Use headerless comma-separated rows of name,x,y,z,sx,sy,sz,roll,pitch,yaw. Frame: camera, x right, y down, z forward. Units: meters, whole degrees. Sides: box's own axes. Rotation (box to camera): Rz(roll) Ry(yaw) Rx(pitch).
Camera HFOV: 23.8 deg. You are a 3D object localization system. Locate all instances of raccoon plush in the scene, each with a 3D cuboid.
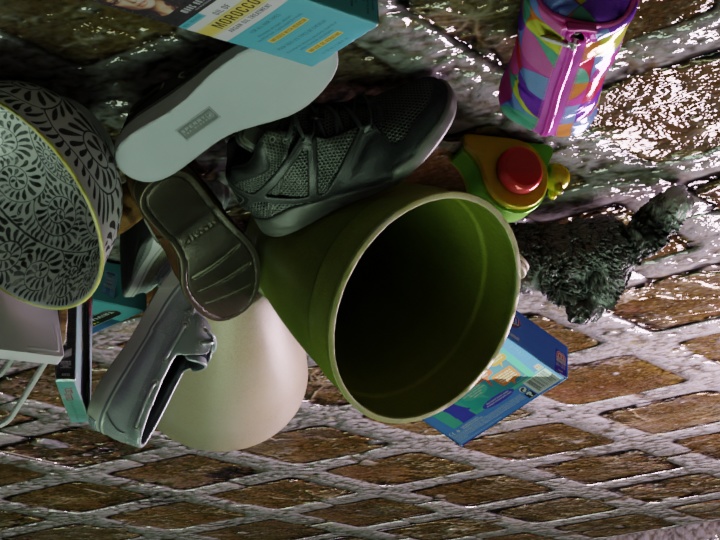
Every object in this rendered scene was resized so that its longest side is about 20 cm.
raccoon plush,0.205,-0.043,1.646,0.133,0.097,0.200,29,112,-24

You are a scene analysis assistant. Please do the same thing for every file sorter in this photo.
file sorter,-0.350,0.017,1.449,0.138,0.201,0.125,9,139,-31

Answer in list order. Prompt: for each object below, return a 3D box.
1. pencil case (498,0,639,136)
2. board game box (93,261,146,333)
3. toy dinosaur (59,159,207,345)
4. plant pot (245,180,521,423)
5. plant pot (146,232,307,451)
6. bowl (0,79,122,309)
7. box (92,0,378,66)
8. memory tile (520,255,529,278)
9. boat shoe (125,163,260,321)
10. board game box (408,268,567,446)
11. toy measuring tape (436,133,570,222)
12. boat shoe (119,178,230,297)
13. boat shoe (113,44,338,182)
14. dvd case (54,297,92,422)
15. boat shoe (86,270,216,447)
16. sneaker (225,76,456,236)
pencil case,0.148,-0.165,1.227,0.088,0.089,0.200,-3,162,-1
board game box,-0.343,0.022,1.746,0.199,0.047,0.150,14,155,-41
toy dinosaur,-0.215,-0.048,1.440,0.200,0.106,0.060,-44,169,-22
plant pot,0.000,0.000,1.465,0.199,0.202,0.192,15,-170,-42
plant pot,-0.138,0.051,1.706,0.186,0.189,0.201,-1,147,-7
bowl,-0.253,-0.078,1.347,0.200,0.094,0.202,23,136,24
box,-0.088,-0.196,1.148,0.199,0.050,0.082,12,156,-37
memory tile,0.076,-0.009,1.619,0.152,0.017,0.200,25,161,1
boat shoe,-0.139,-0.039,1.429,0.072,0.068,0.201,-29,139,-7
board game box,0.077,0.074,1.639,0.199,0.045,0.152,35,129,-25
toy measuring tape,0.093,-0.080,1.483,0.198,0.074,0.074,4,160,-21
boat shoe,-0.180,-0.031,1.585,0.064,0.075,0.202,4,151,-22
boat shoe,-0.106,-0.138,1.299,0.199,0.057,0.069,-27,128,19
dvd case,-0.254,0.021,1.519,0.022,0.202,0.146,-2,161,-5
boat shoe,-0.168,0.071,1.551,0.071,0.202,0.070,28,166,13
sneaker,-0.025,-0.111,1.359,0.198,0.077,0.114,-25,135,18
